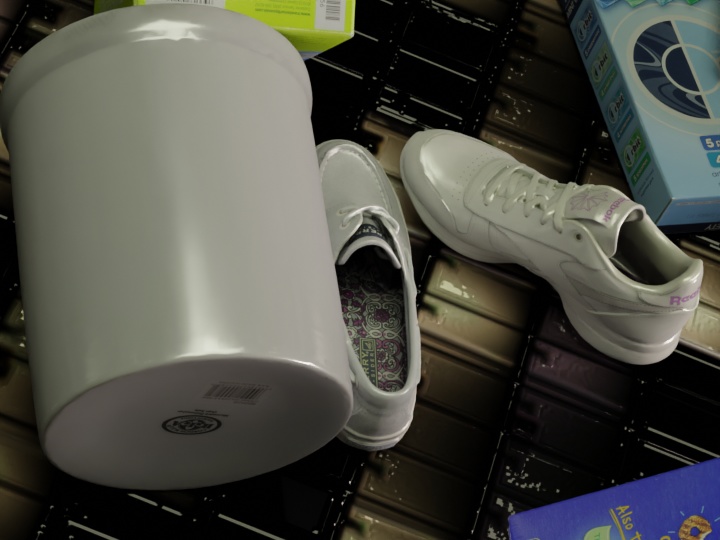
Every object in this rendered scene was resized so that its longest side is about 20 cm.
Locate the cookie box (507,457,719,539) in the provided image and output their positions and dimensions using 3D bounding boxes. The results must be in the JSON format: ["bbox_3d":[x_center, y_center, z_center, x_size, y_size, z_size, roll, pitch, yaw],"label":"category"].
[{"bbox_3d":[0.185,0.184,0.844,0.200,0.075,0.171,-18,55,21],"label":"cookie box"}]

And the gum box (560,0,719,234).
[{"bbox_3d":[0.240,-0.121,1.144,0.170,0.045,0.200,-4,58,-19],"label":"gum box"}]

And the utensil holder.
[{"bbox_3d":[-0.096,-0.007,0.898,0.170,0.170,0.200,-1,61,-17],"label":"utensil holder"}]

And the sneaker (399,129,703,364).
[{"bbox_3d":[0.116,-0.033,1.016,0.200,0.100,0.075,34,57,9],"label":"sneaker"}]

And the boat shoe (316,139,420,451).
[{"bbox_3d":[0.000,0.000,0.978,0.072,0.069,0.200,8,56,-12],"label":"boat shoe"}]

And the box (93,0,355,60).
[{"bbox_3d":[-0.086,-0.148,0.999,0.122,0.200,0.048,3,89,-15],"label":"box"}]
